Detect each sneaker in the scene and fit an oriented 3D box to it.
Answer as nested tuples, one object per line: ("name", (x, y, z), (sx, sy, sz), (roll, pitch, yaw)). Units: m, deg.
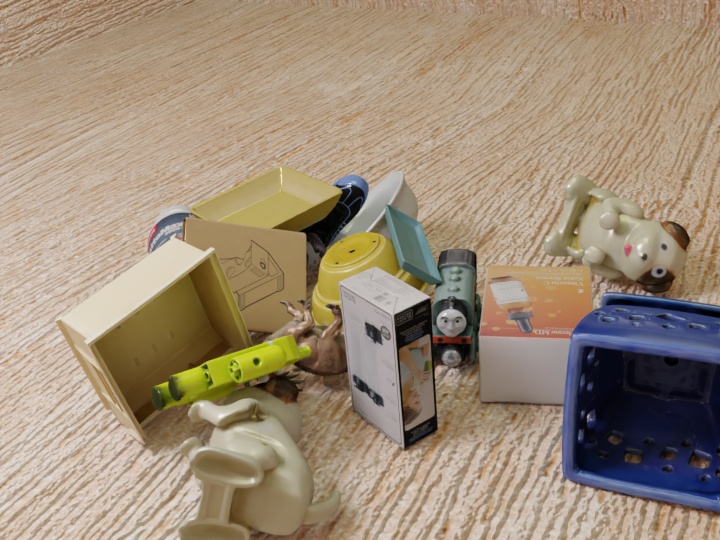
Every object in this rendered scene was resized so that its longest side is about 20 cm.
("sneaker", (-0.057, -0.080, 1.554), (0.070, 0.200, 0.078), (33, 37, -18))

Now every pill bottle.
("pill bottle", (-0.304, -0.033, 1.537), (0.119, 0.120, 0.200), (-12, 28, -12))

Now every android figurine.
("android figurine", (-0.155, 0.127, 1.114), (0.199, 0.041, 0.182), (-14, -11, -38))

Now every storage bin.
("storage bin", (-0.262, 0.092, 1.179), (0.093, 0.199, 0.200), (23, 52, 40))

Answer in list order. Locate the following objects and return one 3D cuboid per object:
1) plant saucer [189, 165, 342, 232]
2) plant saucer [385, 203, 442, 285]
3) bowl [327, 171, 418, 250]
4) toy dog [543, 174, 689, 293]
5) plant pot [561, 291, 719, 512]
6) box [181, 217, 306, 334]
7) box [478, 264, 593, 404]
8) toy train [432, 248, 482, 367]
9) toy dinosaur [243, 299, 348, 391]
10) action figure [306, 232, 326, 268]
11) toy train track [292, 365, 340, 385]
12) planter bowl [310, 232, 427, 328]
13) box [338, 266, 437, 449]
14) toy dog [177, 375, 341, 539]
("plant saucer", (-0.157, -0.099, 1.507), (0.199, 0.049, 0.200), (-29, 34, -26))
("plant saucer", (0.075, -0.040, 1.350), (0.070, 0.019, 0.200), (29, 22, -19))
("bowl", (0.037, -0.066, 1.531), (0.201, 0.090, 0.201), (-47, 15, 16))
("toy dog", (0.423, -0.040, 1.431), (0.193, 0.140, 0.200), (22, 9, -36))
("plant pot", (0.354, 0.136, 1.047), (0.199, 0.201, 0.180), (8, 25, 23))
("box", (-0.175, 0.010, 1.350), (0.199, 0.165, 0.021), (7, -16, -27))
("box", (0.245, 0.085, 1.244), (0.151, 0.107, 0.200), (1, 29, 11))
("toy train", (0.138, 0.053, 1.312), (0.085, 0.115, 0.200), (1, 29, 11))
("toy dinosaur", (-0.066, 0.114, 1.233), (0.198, 0.137, 0.086), (7, -7, 7))
("action figure", (-0.134, 0.015, 1.463), (0.129, 0.070, 0.200), (11, 48, 28))
("toy train track", (-0.047, 0.101, 1.339), (0.114, 0.033, 0.200), (-6, 27, -1))
("planter bowl", (0.000, 0.000, 1.354), (0.199, 0.084, 0.201), (-20, 27, 11))
("box", (0.036, 0.110, 1.133), (0.060, 0.201, 0.116), (-22, 31, -30))
("toy dog", (-0.119, 0.206, 1.051), (0.192, 0.141, 0.200), (2, 27, -4))
